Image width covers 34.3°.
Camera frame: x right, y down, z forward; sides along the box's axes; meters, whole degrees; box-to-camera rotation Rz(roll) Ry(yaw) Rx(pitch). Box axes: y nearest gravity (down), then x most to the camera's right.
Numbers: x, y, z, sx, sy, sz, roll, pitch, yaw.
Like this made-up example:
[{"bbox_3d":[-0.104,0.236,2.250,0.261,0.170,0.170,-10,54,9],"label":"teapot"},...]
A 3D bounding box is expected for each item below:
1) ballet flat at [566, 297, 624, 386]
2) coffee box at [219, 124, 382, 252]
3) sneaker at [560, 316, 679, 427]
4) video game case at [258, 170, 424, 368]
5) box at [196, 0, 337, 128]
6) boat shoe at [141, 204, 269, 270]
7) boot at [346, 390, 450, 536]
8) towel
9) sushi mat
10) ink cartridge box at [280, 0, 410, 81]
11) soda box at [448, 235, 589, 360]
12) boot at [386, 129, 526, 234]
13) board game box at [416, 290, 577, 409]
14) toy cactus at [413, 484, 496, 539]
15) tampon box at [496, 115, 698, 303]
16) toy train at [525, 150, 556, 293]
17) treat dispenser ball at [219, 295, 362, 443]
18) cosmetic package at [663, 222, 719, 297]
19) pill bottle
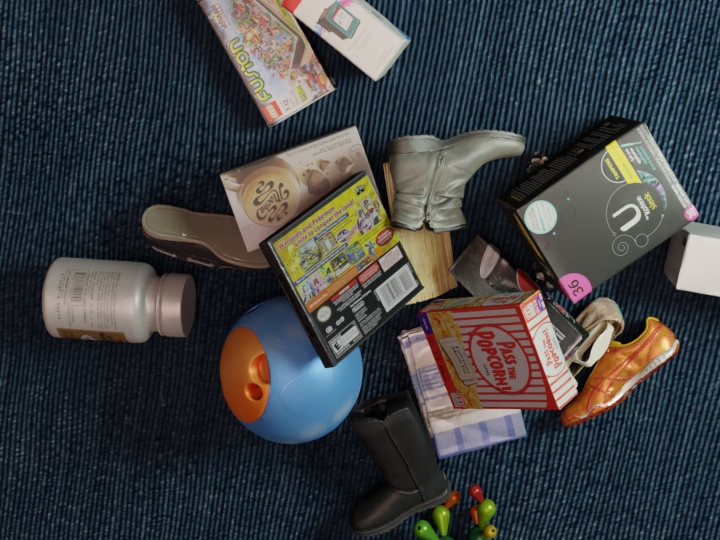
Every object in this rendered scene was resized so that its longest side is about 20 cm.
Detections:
[{"bbox_3d":[0.290,0.123,1.623,0.068,0.067,0.201,30,105,-34],"label":"ballet flat"},{"bbox_3d":[-0.080,-0.114,1.601,0.198,0.080,0.114,-19,99,0],"label":"coffee box"},{"bbox_3d":[0.355,0.144,1.640,0.200,0.073,0.077,-43,73,9],"label":"sneaker"},{"bbox_3d":[-0.020,-0.004,1.510,0.025,0.200,0.182,-12,110,49],"label":"video game case"},{"bbox_3d":[-0.127,-0.311,1.601,0.109,0.035,0.201,-29,98,11],"label":"box"},{"bbox_3d":[-0.216,-0.039,1.669,0.197,0.073,0.063,16,147,-3],"label":"boat shoe"},{"bbox_3d":[0.027,0.275,1.653,0.163,0.066,0.201,-26,129,0],"label":"boot"},{"bbox_3d":[0.148,0.164,1.680,0.145,0.024,0.202,-15,102,7],"label":"towel"},{"bbox_3d":[0.083,-0.059,1.617,0.095,0.012,0.203,-16,103,-33],"label":"sushi mat"},{"bbox_3d":[-0.032,-0.342,1.543,0.199,0.116,0.067,39,104,-2],"label":"ink cartridge box"},{"bbox_3d":[0.216,0.043,1.593,0.200,0.063,0.071,45,104,16],"label":"soda box"},{"bbox_3d":[0.130,-0.116,1.570,0.197,0.068,0.133,-6,86,-8],"label":"boot"},{"bbox_3d":[0.181,0.109,1.567,0.199,0.046,0.153,-8,108,51],"label":"board game box"},{"bbox_3d":[0.146,0.421,1.709,0.165,0.102,0.200,41,95,-14],"label":"toy cactus"},{"bbox_3d":[0.307,-0.084,1.534,0.199,0.126,0.151,-35,102,1],"label":"tampon box"},{"bbox_3d":[0.256,-0.066,1.613,0.045,0.034,0.203,-4,102,3],"label":"toy train"},{"bbox_3d":[-0.096,0.137,1.609,0.198,0.201,0.204,1,102,6],"label":"treat dispenser ball"},{"bbox_3d":[0.516,-0.006,1.559,0.197,0.113,0.082,9,103,6],"label":"cosmetic package"},{"bbox_3d":[-0.341,0.044,1.660,0.197,0.114,0.116,4,103,5],"label":"pill bottle"}]
